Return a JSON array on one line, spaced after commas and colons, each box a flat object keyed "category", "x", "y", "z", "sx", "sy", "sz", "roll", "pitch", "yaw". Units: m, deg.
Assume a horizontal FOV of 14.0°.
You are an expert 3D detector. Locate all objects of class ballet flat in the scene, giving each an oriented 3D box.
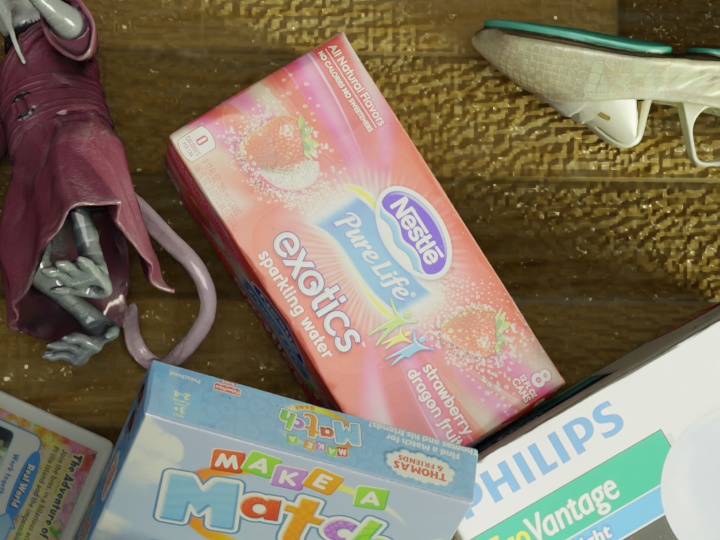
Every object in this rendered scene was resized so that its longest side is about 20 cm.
[{"category": "ballet flat", "x": 0.152, "y": -0.084, "z": 1.444, "sx": 0.200, "sy": 0.067, "sz": 0.062, "roll": 6, "pitch": 93, "yaw": -4}]

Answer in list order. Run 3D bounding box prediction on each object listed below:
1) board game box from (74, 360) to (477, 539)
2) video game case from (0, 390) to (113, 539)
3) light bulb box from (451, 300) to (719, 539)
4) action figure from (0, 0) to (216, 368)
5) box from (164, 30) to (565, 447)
[{"category": "board game box", "x": -0.051, "y": 0.131, "z": 1.332, "sx": 0.151, "sy": 0.200, "sz": 0.037, "roll": 16, "pitch": 46, "yaw": -10}, {"category": "video game case", "x": -0.234, "y": 0.137, "z": 1.373, "sx": 0.182, "sy": 0.024, "sz": 0.200, "roll": 27, "pitch": 81, "yaw": -24}, {"category": "light bulb box", "x": 0.156, "y": 0.140, "z": 1.387, "sx": 0.198, "sy": 0.125, "sz": 0.200, "roll": -30, "pitch": 88, "yaw": -8}, {"category": "action figure", "x": -0.137, "y": -0.067, "z": 1.397, "sx": 0.149, "sy": 0.134, "sz": 0.200, "roll": 14, "pitch": 50, "yaw": -38}, {"category": "box", "x": 0.000, "y": 0.000, "z": 1.404, "sx": 0.103, "sy": 0.095, "sz": 0.200, "roll": -31, "pitch": 87, "yaw": -8}]
